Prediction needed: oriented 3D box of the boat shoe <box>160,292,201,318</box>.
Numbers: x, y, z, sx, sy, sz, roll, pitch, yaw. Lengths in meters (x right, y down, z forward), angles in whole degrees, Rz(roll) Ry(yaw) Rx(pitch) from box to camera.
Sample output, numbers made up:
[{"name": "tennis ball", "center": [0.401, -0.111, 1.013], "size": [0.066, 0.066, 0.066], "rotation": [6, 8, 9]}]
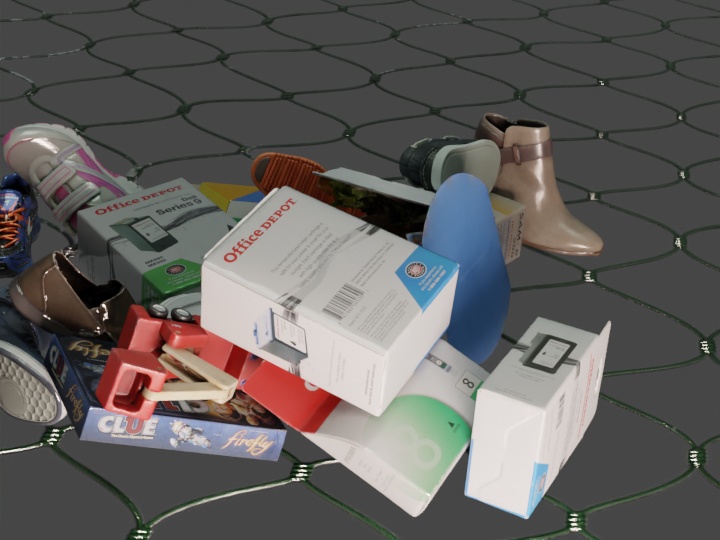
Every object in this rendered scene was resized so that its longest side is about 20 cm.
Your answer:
[{"name": "boat shoe", "center": [-0.125, 0.051, 1.429], "size": [0.198, 0.073, 0.068], "rotation": [5, -26, -46]}]

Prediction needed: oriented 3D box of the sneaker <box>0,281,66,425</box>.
[{"name": "sneaker", "center": [-0.321, 0.073, 1.398], "size": [0.201, 0.078, 0.145], "rotation": [23, 34, 33]}]

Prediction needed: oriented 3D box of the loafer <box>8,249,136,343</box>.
[{"name": "loafer", "center": [-0.246, 0.051, 1.377], "size": [0.199, 0.071, 0.073], "rotation": [34, 20, -22]}]

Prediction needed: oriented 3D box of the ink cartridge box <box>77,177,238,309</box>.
[{"name": "ink cartridge box", "center": [-0.205, -0.009, 1.546], "size": [0.145, 0.085, 0.199], "rotation": [-21, 40, -32]}]

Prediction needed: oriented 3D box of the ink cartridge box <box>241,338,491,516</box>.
[{"name": "ink cartridge box", "center": [0.015, 0.108, 1.296], "size": [0.199, 0.050, 0.161], "rotation": [37, 48, 6]}]

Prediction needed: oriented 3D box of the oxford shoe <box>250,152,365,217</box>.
[{"name": "oxford shoe", "center": [-0.058, -0.097, 1.739], "size": [0.198, 0.072, 0.073], "rotation": [25, 7, -31]}]

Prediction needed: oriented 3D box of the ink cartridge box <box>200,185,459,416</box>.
[{"name": "ink cartridge box", "center": [-0.029, 0.023, 1.302], "size": [0.198, 0.087, 0.147], "rotation": [24, 44, 20]}]

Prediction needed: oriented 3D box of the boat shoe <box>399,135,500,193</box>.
[{"name": "boat shoe", "center": [0.108, -0.125, 1.651], "size": [0.060, 0.077, 0.199], "rotation": [15, 4, 24]}]

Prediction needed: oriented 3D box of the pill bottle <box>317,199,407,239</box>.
[{"name": "pill bottle", "center": [0.000, 0.000, 1.556], "size": [0.198, 0.108, 0.106], "rotation": [25, 33, 34]}]

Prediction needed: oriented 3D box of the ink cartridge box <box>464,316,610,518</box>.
[{"name": "ink cartridge box", "center": [0.169, 0.125, 1.320], "size": [0.067, 0.118, 0.200], "rotation": [17, 28, 21]}]

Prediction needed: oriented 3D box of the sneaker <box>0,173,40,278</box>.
[{"name": "sneaker", "center": [-0.412, -0.051, 1.629], "size": [0.074, 0.080, 0.201], "rotation": [-1, 27, -9]}]

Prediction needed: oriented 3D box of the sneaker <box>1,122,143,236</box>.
[{"name": "sneaker", "center": [-0.334, -0.096, 1.655], "size": [0.199, 0.081, 0.089], "rotation": [34, 27, -23]}]

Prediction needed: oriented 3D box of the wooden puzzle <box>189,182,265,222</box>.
[{"name": "wooden puzzle", "center": [-0.145, -0.065, 1.741], "size": [0.182, 0.038, 0.201], "rotation": [5, 26, 2]}]

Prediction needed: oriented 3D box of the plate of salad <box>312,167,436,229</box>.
[{"name": "plate of salad", "center": [0.038, -0.074, 1.579], "size": [0.197, 0.049, 0.200], "rotation": [16, 3, -1]}]

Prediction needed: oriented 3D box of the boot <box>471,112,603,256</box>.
[{"name": "boot", "center": [0.220, -0.112, 1.763], "size": [0.198, 0.148, 0.070], "rotation": [17, 28, 24]}]

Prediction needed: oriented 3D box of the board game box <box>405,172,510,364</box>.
[{"name": "board game box", "center": [0.100, -0.001, 1.491], "size": [0.038, 0.203, 0.158], "rotation": [-2, 25, 32]}]

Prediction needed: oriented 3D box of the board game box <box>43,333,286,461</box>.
[{"name": "board game box", "center": [-0.181, 0.118, 1.306], "size": [0.198, 0.035, 0.136], "rotation": [11, 21, -32]}]

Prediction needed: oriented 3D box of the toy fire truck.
[{"name": "toy fire truck", "center": [-0.156, 0.086, 1.289], "size": [0.198, 0.049, 0.141], "rotation": [12, 21, -34]}]

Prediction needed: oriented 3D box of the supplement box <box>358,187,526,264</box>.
[{"name": "supplement box", "center": [0.093, -0.038, 1.679], "size": [0.125, 0.075, 0.199], "rotation": [22, 31, 31]}]
